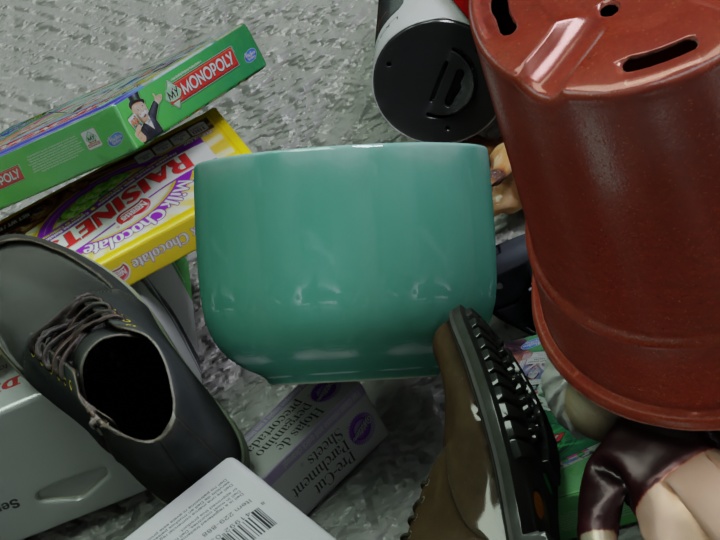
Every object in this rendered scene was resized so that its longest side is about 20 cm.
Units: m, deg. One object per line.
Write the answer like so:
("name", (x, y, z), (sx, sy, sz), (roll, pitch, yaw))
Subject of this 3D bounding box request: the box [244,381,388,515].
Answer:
("box", (-0.070, 0.131, 1.416), (0.200, 0.041, 0.039), (-43, 35, -23))

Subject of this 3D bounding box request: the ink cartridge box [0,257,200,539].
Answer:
("ink cartridge box", (-0.172, 0.048, 1.559), (0.146, 0.084, 0.200), (-23, 32, 6))

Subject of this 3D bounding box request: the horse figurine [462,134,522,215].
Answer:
("horse figurine", (0.114, -0.062, 1.519), (0.200, 0.050, 0.132), (-18, 9, 36))

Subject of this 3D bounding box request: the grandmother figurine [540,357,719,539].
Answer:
("grandmother figurine", (0.147, 0.096, 1.242), (0.121, 0.061, 0.200), (-28, 45, -12))

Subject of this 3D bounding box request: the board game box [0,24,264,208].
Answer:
("board game box", (-0.165, -0.074, 1.557), (0.200, 0.029, 0.135), (-20, 11, 37))

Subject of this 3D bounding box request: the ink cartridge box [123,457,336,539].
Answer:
("ink cartridge box", (-0.054, 0.192, 1.273), (0.146, 0.084, 0.200), (-37, 32, -13))

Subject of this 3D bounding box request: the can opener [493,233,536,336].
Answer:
("can opener", (0.151, -0.020, 1.434), (0.200, 0.063, 0.079), (-19, 40, 15))

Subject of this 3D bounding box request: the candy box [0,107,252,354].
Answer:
("candy box", (-0.148, -0.019, 1.520), (0.200, 0.026, 0.102), (-29, 34, -8))

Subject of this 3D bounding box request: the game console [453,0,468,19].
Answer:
("game console", (0.145, -0.169, 1.597), (0.199, 0.031, 0.177), (-1, 28, -17))

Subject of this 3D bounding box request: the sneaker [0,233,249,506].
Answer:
("sneaker", (-0.138, 0.032, 1.393), (0.075, 0.106, 0.200), (-46, 64, -8))

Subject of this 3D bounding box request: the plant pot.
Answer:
("plant pot", (0.144, -0.068, 1.214), (0.200, 0.195, 0.201), (-13, 46, 14))

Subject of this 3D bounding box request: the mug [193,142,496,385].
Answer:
("mug", (0.004, -0.001, 1.403), (0.152, 0.115, 0.185), (-6, -4, 43))

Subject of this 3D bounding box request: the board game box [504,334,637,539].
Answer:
("board game box", (0.160, 0.061, 1.344), (0.200, 0.029, 0.135), (-16, 35, 19))

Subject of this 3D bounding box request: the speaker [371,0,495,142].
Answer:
("speaker", (0.050, -0.150, 1.660), (0.081, 0.081, 0.200), (-21, 24, 13))

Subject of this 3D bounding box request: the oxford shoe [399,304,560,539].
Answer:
("oxford shoe", (0.051, 0.105, 1.285), (0.084, 0.073, 0.200), (-24, 52, 19))
